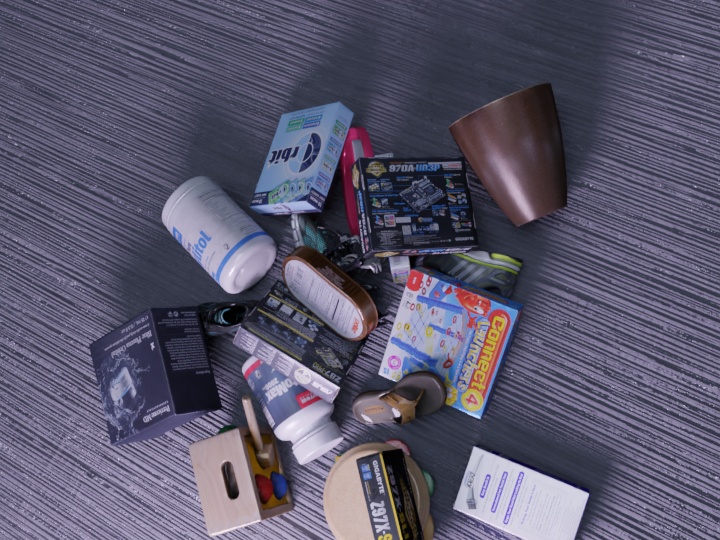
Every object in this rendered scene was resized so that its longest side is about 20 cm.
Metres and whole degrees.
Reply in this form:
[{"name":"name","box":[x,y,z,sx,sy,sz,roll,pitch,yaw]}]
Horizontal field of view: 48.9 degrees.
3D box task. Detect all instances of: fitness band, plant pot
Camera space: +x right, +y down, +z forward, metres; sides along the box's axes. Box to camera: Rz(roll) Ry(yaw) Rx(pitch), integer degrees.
[{"name":"fitness band","box":[-0.004,-0.160,1.430,0.037,0.144,0.203,-4,76,-12]},{"name":"plant pot","box":[0.272,-0.186,1.348,0.185,0.187,0.202,-22,90,11]}]

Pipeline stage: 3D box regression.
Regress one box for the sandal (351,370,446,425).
[{"name":"sandal","box":[0.061,0.229,1.351,0.198,0.055,0.082,-19,109,32]}]

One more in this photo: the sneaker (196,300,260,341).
[{"name":"sneaker","box":[-0.273,0.088,1.497,0.198,0.079,0.076,-13,77,15]}]

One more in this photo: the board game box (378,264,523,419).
[{"name":"board game box","box":[0.152,0.120,1.352,0.194,0.056,0.202,21,103,19]}]

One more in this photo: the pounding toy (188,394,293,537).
[{"name":"pounding toy","box":[-0.197,0.335,1.377,0.141,0.184,0.202,-20,76,12]}]

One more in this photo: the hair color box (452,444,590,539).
[{"name":"hair color box","box":[0.263,0.375,1.301,0.198,0.065,0.111,20,87,16]}]

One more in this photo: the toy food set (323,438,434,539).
[{"name":"toy food set","box":[0.031,0.395,1.372,0.197,0.049,0.201,-4,79,16]}]

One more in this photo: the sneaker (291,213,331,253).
[{"name":"sneaker","box":[-0.075,-0.045,1.472,0.090,0.078,0.203,-10,85,5]}]

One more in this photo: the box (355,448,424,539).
[{"name":"box","box":[0.055,0.389,1.257,0.049,0.160,0.202,-17,75,13]}]

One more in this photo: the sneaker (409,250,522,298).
[{"name":"sneaker","box":[0.180,0.003,1.385,0.198,0.074,0.082,8,86,19]}]

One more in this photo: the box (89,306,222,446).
[{"name":"box","box":[-0.380,0.193,1.460,0.196,0.117,0.202,-28,73,32]}]

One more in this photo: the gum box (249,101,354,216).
[{"name":"gum box","box":[-0.110,-0.202,1.458,0.169,0.044,0.202,1,68,46]}]

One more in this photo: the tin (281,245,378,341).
[{"name":"tin","box":[-0.056,0.041,1.366,0.199,0.112,0.042,39,55,16]}]

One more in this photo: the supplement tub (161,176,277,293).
[{"name":"supplement tub","box":[-0.265,-0.067,1.493,0.200,0.132,0.132,42,94,18]}]

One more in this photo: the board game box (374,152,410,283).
[{"name":"board game box","box":[0.059,-0.089,1.399,0.034,0.135,0.203,-8,79,3]}]

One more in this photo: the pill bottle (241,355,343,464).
[{"name":"pill bottle","box":[-0.115,0.231,1.405,0.119,0.120,0.201,-34,74,8]}]

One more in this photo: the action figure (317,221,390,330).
[{"name":"action figure","box":[0.000,0.000,1.397,0.101,0.119,0.202,-20,99,18]}]

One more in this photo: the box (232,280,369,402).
[{"name":"box","box":[-0.099,0.118,1.378,0.199,0.162,0.049,30,124,2]}]

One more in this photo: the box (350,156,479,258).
[{"name":"box","box":[0.091,-0.107,1.316,0.197,0.046,0.161,-4,77,-20]}]
